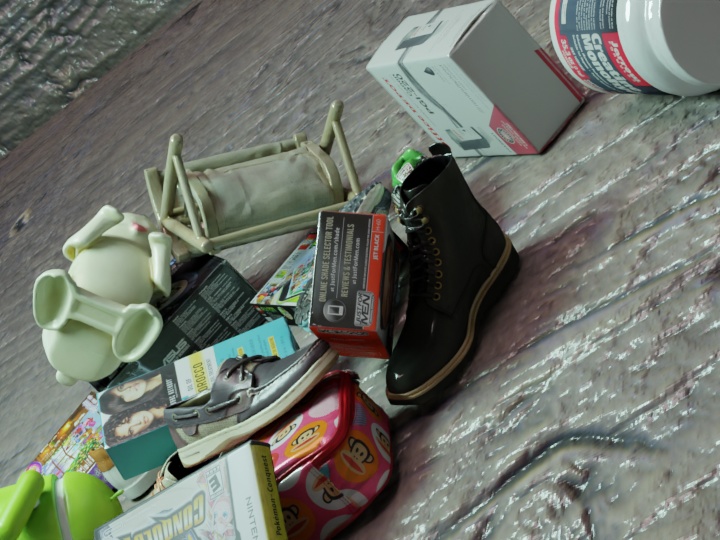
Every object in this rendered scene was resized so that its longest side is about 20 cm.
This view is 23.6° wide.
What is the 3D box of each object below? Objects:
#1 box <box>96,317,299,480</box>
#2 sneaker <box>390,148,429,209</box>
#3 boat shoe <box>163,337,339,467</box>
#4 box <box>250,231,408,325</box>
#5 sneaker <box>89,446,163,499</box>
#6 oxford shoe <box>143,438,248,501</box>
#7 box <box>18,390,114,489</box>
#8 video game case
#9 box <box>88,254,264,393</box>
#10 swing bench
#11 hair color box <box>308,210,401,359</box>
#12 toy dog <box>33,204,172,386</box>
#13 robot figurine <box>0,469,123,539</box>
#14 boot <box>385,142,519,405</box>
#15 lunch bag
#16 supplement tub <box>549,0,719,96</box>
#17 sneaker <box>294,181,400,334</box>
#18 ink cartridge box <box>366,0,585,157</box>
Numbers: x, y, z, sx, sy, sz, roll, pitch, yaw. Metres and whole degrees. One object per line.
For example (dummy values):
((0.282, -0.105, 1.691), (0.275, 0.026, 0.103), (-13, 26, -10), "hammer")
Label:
((-0.149, 0.121, 1.650), (0.199, 0.049, 0.082), (-23, 40, 2), "box")
((0.063, -0.058, 1.687), (0.078, 0.085, 0.200), (-42, 20, 7), "sneaker")
((-0.102, 0.106, 1.497), (0.200, 0.065, 0.072), (-35, 4, 38), "boat shoe")
((-0.035, 0.008, 1.823), (0.110, 0.035, 0.200), (-51, 20, -18), "box")
((-0.210, 0.141, 1.833), (0.073, 0.085, 0.200), (-17, 31, 56), "sneaker")
((-0.176, 0.208, 1.612), (0.200, 0.074, 0.071), (-44, 47, 5), "oxford shoe")
((-0.313, 0.215, 1.948), (0.137, 0.039, 0.200), (-51, 20, -9), "box")
((-0.131, 0.257, 1.376), (0.200, 0.025, 0.181), (-31, 58, 33), "video game case")
((-0.216, 0.078, 1.968), (0.200, 0.086, 0.164), (-48, 20, -9), "box")
((-0.117, -0.090, 1.914), (0.198, 0.130, 0.200), (-15, -4, -16), "swing bench")
((-0.002, 0.017, 1.511), (0.200, 0.061, 0.102), (59, -144, -80), "hair color box")
((-0.270, 0.020, 1.905), (0.200, 0.139, 0.194), (-76, 1, -52), "toy dog")
((-0.319, 0.264, 1.683), (0.199, 0.176, 0.116), (-15, 45, -3), "robot figurine")
((0.051, 0.003, 1.485), (0.077, 0.139, 0.200), (-4, 43, 37), "boot")
((-0.063, 0.178, 1.476), (0.200, 0.082, 0.176), (-40, 15, 14), "lunch bag")
((0.268, -0.226, 1.532), (0.140, 0.140, 0.200), (-48, 19, -9), "supplement tub")
((0.000, 0.000, 1.695), (0.078, 0.086, 0.200), (-38, 23, 46), "sneaker")
((0.114, -0.193, 1.768), (0.085, 0.146, 0.200), (-49, 19, -12), "ink cartridge box")
